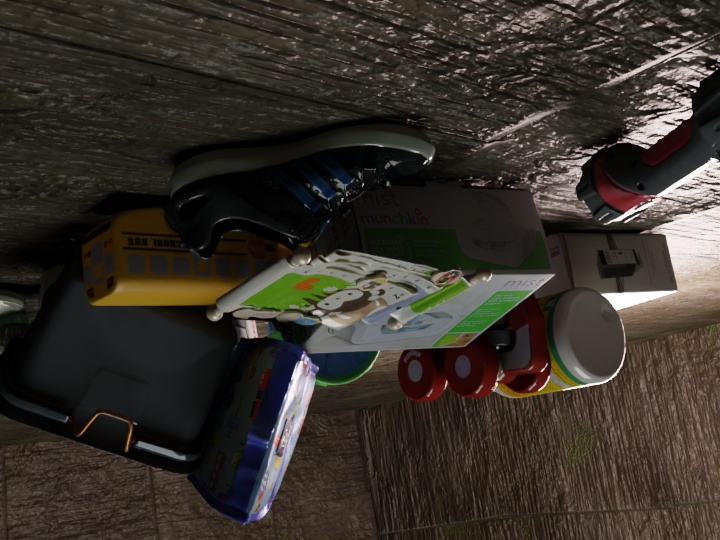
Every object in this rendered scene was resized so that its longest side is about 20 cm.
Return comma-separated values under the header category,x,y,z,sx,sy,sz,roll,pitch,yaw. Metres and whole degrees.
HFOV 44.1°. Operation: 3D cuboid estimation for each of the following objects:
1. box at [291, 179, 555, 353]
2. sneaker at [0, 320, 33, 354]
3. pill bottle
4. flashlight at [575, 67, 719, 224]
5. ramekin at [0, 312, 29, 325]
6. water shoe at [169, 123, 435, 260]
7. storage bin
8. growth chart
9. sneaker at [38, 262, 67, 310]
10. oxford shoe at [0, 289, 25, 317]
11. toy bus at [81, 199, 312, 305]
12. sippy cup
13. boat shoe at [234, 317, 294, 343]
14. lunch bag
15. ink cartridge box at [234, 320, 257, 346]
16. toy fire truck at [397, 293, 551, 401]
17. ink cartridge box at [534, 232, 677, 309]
category,x,y,z,sx,sy,sz,roll,pitch,yaw
box,0.050,-0.001,0.848,0.198,0.098,0.177,1,154,-27
sneaker,-0.299,0.055,0.942,0.197,0.092,0.066,2,175,-1
pill bottle,0.211,0.095,1.087,0.112,0.114,0.199,0,167,-35
flashlight,0.248,-0.101,0.715,0.067,0.068,0.200,27,156,-5
ramekin,-0.464,0.105,1.003,0.197,0.099,0.200,-9,168,-2
water shoe,-0.039,-0.053,0.658,0.197,0.080,0.072,-10,168,0
storage bin,-0.210,0.077,0.798,0.198,0.135,0.146,23,-165,-20
growth chart,-0.012,0.019,0.718,0.198,0.018,0.144,6,152,-34
sneaker,-0.217,0.029,0.892,0.197,0.081,0.078,-8,168,-10
oxford shoe,-0.435,0.050,0.879,0.198,0.058,0.075,-5,163,-31
toy bus,-0.134,-0.013,0.769,0.198,0.079,0.065,2,164,-42
sippy cup,-0.057,0.077,1.142,0.176,0.141,0.130,23,167,-21
boat shoe,-0.054,0.056,0.942,0.197,0.067,0.074,0,-177,-16
lunch bag,-0.097,0.141,0.814,0.093,0.152,0.200,21,170,-4
ink cartridge box,-0.191,0.114,1.140,0.083,0.148,0.200,-12,168,8
toy fire truck,0.126,0.059,1.016,0.111,0.170,0.199,2,169,-37
ink cartridge box,0.294,0.009,1.180,0.198,0.084,0.146,-2,165,-32
